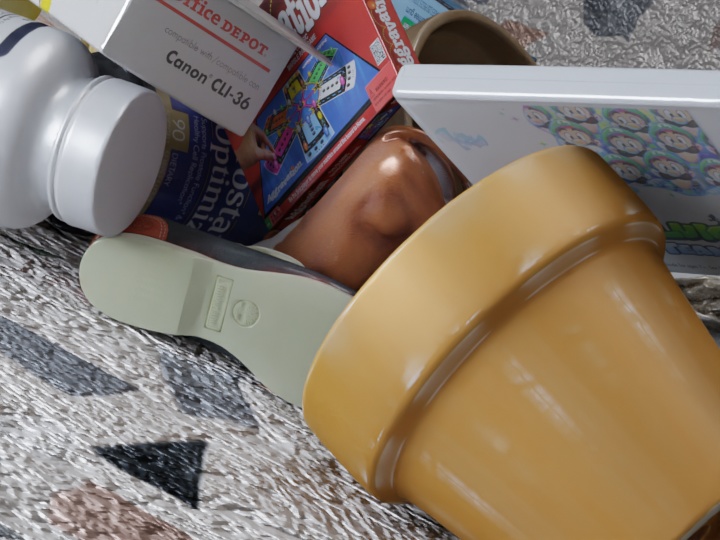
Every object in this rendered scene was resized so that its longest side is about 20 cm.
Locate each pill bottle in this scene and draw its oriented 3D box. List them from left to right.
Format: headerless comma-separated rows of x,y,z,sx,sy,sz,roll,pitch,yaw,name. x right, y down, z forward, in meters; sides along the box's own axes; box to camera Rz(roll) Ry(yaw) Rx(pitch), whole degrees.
-0.210,-0.088,1.288,0.199,0.112,0.111,20,9,17,pill bottle
-0.099,-0.060,1.474,0.199,0.113,0.112,14,16,-44,pill bottle

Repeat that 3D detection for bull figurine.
0.000,0.000,1.346,0.121,0.200,0.065,41,43,-6,bull figurine

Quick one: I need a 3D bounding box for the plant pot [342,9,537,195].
0.054,-0.056,1.507,0.092,0.203,0.200,-17,-18,35,plant pot

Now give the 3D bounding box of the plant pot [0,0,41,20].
-0.313,-0.239,1.656,0.200,0.202,0.189,31,-3,25,plant pot

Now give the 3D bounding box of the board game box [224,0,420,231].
-0.030,-0.107,1.331,0.019,0.200,0.104,-16,76,-29,board game box

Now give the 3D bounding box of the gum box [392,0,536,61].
0.032,-0.087,1.656,0.044,0.201,0.170,20,12,-26,gum box

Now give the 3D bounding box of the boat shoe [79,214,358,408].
-0.057,0.022,1.305,0.199,0.072,0.063,20,15,2,boat shoe

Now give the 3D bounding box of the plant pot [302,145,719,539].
0.103,0.074,1.159,0.183,0.200,0.200,48,19,21,plant pot

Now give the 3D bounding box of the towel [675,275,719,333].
0.144,0.043,1.447,0.198,0.035,0.132,-9,-17,19,towel

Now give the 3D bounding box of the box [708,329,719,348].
0.189,0.105,1.330,0.199,0.048,0.159,18,46,-39,box

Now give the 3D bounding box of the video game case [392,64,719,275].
0.140,-0.049,1.228,0.199,0.024,0.182,5,-25,36,video game case

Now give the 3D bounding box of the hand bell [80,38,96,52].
-0.085,-0.106,1.581,0.198,0.105,0.104,2,19,-18,hand bell

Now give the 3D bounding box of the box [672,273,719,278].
0.240,0.030,1.598,0.151,0.107,0.200,25,-23,-5,box

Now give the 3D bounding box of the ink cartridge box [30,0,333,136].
-0.116,-0.144,1.310,0.116,0.068,0.200,29,5,-42,ink cartridge box
